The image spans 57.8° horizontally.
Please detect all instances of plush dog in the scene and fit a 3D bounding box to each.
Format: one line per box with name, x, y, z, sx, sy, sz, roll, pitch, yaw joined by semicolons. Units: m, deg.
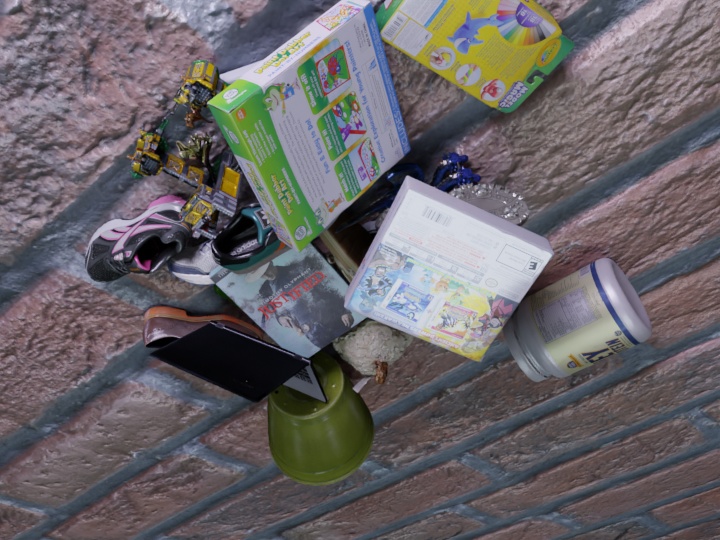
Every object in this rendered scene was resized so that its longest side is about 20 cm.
plush dog;-0.008;0.079;1.039;0.200;0.161;0.172;-37;103;28

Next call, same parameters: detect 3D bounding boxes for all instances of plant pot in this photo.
plant pot;-0.082;0.244;1.145;0.199;0.201;0.193;-7;141;2

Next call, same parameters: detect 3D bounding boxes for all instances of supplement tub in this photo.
supplement tub;0.349;0.085;1.065;0.199;0.146;0.145;-33;132;27

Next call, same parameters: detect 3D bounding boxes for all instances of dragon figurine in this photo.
dragon figurine;0.059;-0.106;0.882;0.199;0.059;0.100;-7;137;-5

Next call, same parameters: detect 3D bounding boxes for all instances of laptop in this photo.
laptop;-0.172;0.161;0.971;0.186;0.116;0.201;18;148;23

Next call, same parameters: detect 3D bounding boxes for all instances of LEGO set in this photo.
LEGO set;-0.184;-0.128;0.760;0.199;0.116;0.154;-31;130;32

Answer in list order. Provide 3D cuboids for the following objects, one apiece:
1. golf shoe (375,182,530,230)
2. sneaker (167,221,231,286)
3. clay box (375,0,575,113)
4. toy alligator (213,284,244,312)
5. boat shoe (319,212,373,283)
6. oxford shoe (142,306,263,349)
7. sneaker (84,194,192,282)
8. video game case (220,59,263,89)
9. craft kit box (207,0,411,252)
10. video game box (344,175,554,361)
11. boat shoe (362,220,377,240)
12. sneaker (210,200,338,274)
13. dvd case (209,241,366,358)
golf shoe;0.122;-0.054;0.863;0.199;0.079;0.097;-8;144;8
sneaker;-0.179;-0.040;0.934;0.199;0.077;0.086;-9;129;-7
clay box;0.128;-0.265;0.722;0.199;0.048;0.115;22;132;-29
toy alligator;-0.150;0.058;1.053;0.200;0.059;0.054;40;82;-38
boat shoe;0.000;0.000;0.934;0.063;0.073;0.200;-30;107;38
oxford shoe;-0.261;0.117;1.087;0.199;0.073;0.071;9;136;-16
sneaker;-0.314;-0.029;0.909;0.199;0.087;0.080;-30;131;26
video game case;-0.062;-0.187;0.809;0.199;0.023;0.182;-15;138;11
craft kit box;-0.042;-0.153;0.713;0.198;0.048;0.201;-46;141;-21
video game box;0.106;0.004;0.811;0.199;0.047;0.183;23;116;-11
boat shoe;0.078;-0.003;0.987;0.199;0.071;0.072;32;128;-27
sneaker;-0.100;-0.064;0.826;0.200;0.072;0.080;-36;169;3
dvd case;-0.096;0.033;0.936;0.146;0.022;0.200;-34;117;11
